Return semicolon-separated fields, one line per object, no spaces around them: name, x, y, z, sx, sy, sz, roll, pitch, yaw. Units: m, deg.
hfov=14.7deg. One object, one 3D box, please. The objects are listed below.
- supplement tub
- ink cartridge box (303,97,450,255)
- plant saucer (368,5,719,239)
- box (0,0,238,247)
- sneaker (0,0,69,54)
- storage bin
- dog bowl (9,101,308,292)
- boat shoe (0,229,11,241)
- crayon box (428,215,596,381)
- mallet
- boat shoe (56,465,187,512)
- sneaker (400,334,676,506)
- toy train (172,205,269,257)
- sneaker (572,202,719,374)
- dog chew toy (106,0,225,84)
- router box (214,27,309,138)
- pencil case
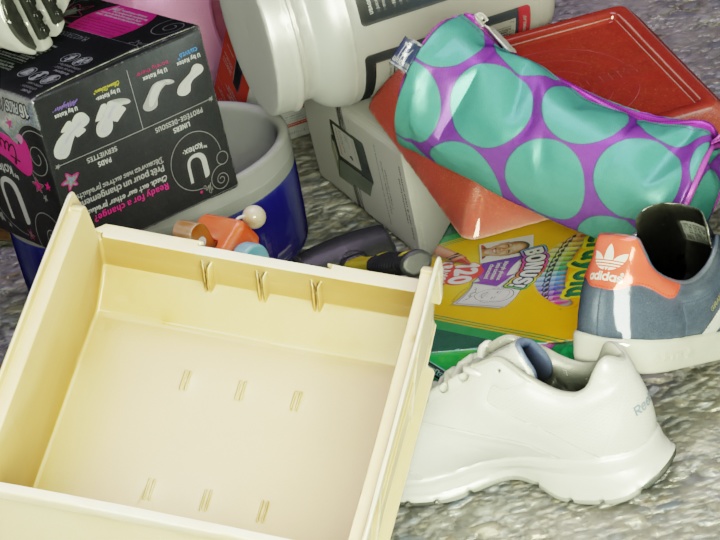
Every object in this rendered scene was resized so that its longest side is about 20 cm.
supplement tub;0.016;-0.190;1.853;0.199;0.141;0.140;-18;23;-13
ink cartridge box;0.062;-0.095;1.899;0.145;0.084;0.200;-19;24;-15
plant saucer;0.124;-0.103;1.758;0.199;0.037;0.200;-16;31;-11
box;-0.192;-0.096;1.795;0.132;0.115;0.200;-27;25;-27
sneaker;-0.207;-0.197;1.807;0.081;0.075;0.200;-11;20;32
storage bin;-0.072;0.068;1.417;0.199;0.094;0.199;10;55;10
dog bowl;-0.138;-0.041;1.888;0.199;0.079;0.200;-11;23;4
boat shoe;-0.202;-0.070;2.027;0.199;0.072;0.072;-24;-8;1
crayon box;0.095;0.026;1.630;0.118;0.058;0.200;-5;24;18
mallet;0.000;0.000;1.698;0.066;0.041;0.200;-20;4;-6
boat shoe;-0.103;0.136;1.464;0.200;0.072;0.062;-26;42;-15
sneaker;0.068;0.074;1.496;0.199;0.087;0.075;-5;26;22
toy train;-0.073;0.024;1.654;0.200;0.056;0.150;19;69;48
sneaker;0.189;0.003;1.546;0.075;0.085;0.200;8;10;33
dog chew toy;-0.194;-0.165;2.169;0.199;0.125;0.125;-15;21;17
router box;-0.002;-0.167;2.015;0.199;0.049;0.180;-19;-18;-16
pencil case;0.116;-0.079;1.625;0.200;0.093;0.085;27;10;20
